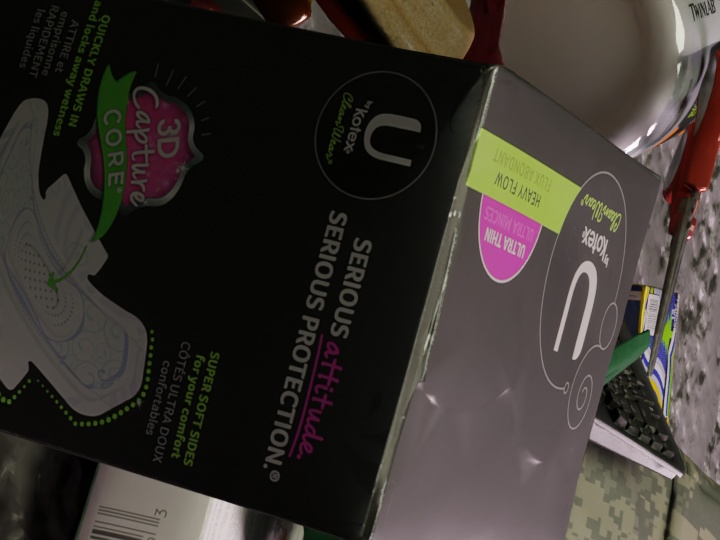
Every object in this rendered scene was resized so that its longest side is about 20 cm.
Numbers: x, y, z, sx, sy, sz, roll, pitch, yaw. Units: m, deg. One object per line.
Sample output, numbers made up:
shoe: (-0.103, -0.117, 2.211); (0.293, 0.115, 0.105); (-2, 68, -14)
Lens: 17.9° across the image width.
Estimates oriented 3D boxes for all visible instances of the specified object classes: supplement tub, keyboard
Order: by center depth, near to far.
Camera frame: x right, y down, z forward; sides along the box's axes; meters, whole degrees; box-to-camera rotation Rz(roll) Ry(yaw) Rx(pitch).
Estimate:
keyboard: (0.076, 0.000, 1.004); (0.127, 0.021, 0.200); (26, 29, -33)
supplement tub: (0.124, -0.118, 1.094); (0.200, 0.122, 0.123); (-25, 116, -63)

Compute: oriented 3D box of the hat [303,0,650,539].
hat: (0.000, 0.000, 0.870); (0.200, 0.166, 0.176); (-28, 81, -45)

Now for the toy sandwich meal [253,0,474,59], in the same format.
toy sandwich meal: (-0.036, -0.128, 0.686); (0.205, 0.070, 0.205); (59, 10, -17)

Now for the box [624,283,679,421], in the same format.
box: (0.116, 0.105, 1.175); (0.064, 0.070, 0.200); (12, 83, -66)

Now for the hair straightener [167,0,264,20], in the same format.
hair straightener: (-0.083, -0.115, 0.767); (0.200, 0.041, 0.077); (35, 36, -56)

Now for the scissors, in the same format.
scissors: (0.135, -0.031, 0.937); (0.200, 0.014, 0.073); (-65, 177, -62)

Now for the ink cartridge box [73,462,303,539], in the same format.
ink cartridge box: (-0.060, 0.106, 0.847); (0.200, 0.050, 0.161); (83, 20, -67)

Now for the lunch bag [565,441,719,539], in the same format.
lunch bag: (0.065, 0.147, 0.995); (0.168, 0.139, 0.200); (40, 53, -40)

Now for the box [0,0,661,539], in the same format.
box: (-0.040, -0.003, 0.648); (0.148, 0.200, 0.125); (19, 86, -64)
